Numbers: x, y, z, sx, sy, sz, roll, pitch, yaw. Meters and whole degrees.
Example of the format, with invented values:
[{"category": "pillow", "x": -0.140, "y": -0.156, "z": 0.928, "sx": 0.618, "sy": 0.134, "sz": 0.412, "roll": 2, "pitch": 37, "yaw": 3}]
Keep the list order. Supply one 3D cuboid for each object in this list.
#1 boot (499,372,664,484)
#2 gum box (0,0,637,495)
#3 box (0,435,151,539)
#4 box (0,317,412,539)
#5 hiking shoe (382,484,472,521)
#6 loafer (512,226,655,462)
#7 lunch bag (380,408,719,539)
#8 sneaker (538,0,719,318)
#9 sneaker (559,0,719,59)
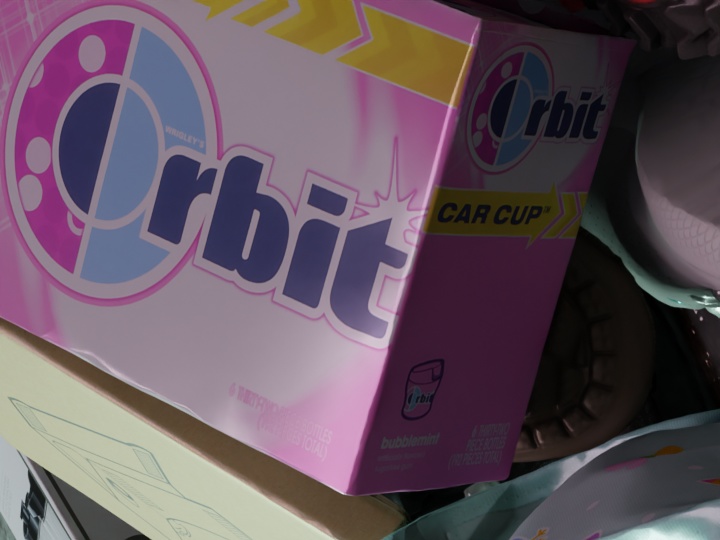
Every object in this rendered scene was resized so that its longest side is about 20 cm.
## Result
[{"category": "boot", "x": 0.066, "y": 0.082, "z": 0.872, "sx": 0.175, "sy": 0.069, "sz": 0.200, "roll": 64, "pitch": 153, "yaw": 27}, {"category": "gum box", "x": -0.041, "y": -0.034, "z": 0.720, "sx": 0.200, "sy": 0.066, "sz": 0.114, "roll": 24, "pitch": 105, "yaw": 35}, {"category": "box", "x": -0.065, "y": 0.092, "z": 1.089, "sx": 0.200, "sy": 0.116, "sz": 0.060, "roll": 56, "pitch": 153, "yaw": 32}, {"category": "box", "x": -0.055, "y": 0.065, "z": 0.890, "sx": 0.200, "sy": 0.021, "sz": 0.164, "roll": 29, "pitch": 162, "yaw": 24}, {"category": "hiking shoe", "x": -0.020, "y": 0.000, "z": 0.930, "sx": 0.100, "sy": 0.076, "sz": 0.201, "roll": 14, "pitch": 126, "yaw": 30}, {"category": "loafer", "x": 0.000, "y": 0.000, "z": 0.774, "sx": 0.199, "sy": 0.067, "sz": 0.076, "roll": 17, "pitch": 103, "yaw": 34}, {"category": "lunch bag", "x": 0.090, "y": 0.124, "z": 0.702, "sx": 0.200, "sy": 0.122, "sz": 0.171, "roll": -21, "pitch": 96, "yaw": 50}, {"category": "sneaker", "x": 0.096, "y": -0.017, "z": 0.721, "sx": 0.200, "sy": 0.075, "sz": 0.089, "roll": 42, "pitch": 157, "yaw": 59}, {"category": "sneaker", "x": 0.049, "y": -0.124, "z": 0.688, "sx": 0.200, "sy": 0.095, "sz": 0.079, "roll": 37, "pitch": 157, "yaw": 34}]
